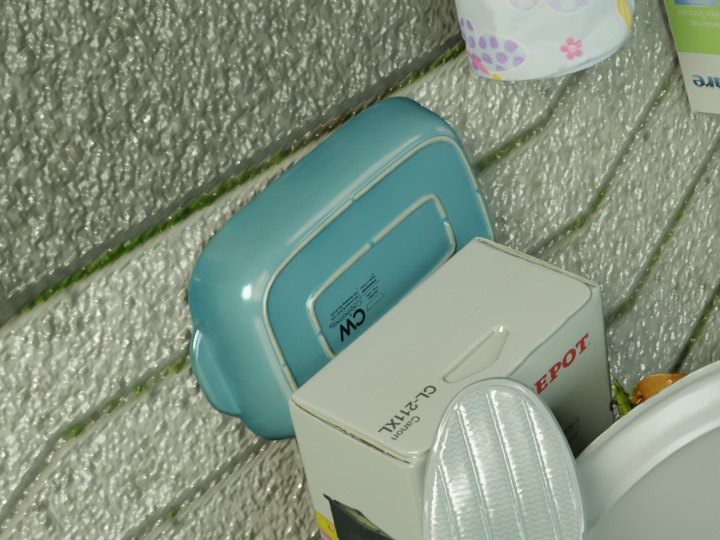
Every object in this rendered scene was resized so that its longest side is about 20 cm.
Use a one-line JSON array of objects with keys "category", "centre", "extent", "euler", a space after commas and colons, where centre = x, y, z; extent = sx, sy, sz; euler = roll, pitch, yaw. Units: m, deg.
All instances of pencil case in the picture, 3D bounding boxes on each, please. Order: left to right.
[{"category": "pencil case", "centre": [0.074, -0.194, 0.922], "extent": [0.090, 0.083, 0.201], "euler": [-23, 115, -14]}]

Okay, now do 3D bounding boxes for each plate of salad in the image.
[{"category": "plate of salad", "centre": [0.150, 0.105, 0.922], "extent": [0.199, 0.048, 0.201], "euler": [-23, 142, -19]}]

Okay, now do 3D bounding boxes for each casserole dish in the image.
[{"category": "casserole dish", "centre": [0.000, 0.000, 0.921], "extent": [0.200, 0.039, 0.122], "euler": [-41, 123, -29]}]

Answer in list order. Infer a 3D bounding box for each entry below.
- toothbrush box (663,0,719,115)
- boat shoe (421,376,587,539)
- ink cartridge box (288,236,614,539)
[{"category": "toothbrush box", "centre": [0.240, -0.208, 1.071], "extent": [0.145, 0.086, 0.201], "euler": [-39, 121, -31]}, {"category": "boat shoe", "centre": [0.068, 0.147, 0.819], "extent": [0.071, 0.062, 0.202], "euler": [-8, 89, 3]}, {"category": "ink cartridge box", "centre": [0.056, 0.107, 0.930], "extent": [0.146, 0.083, 0.201], "euler": [-39, 136, -31]}]
